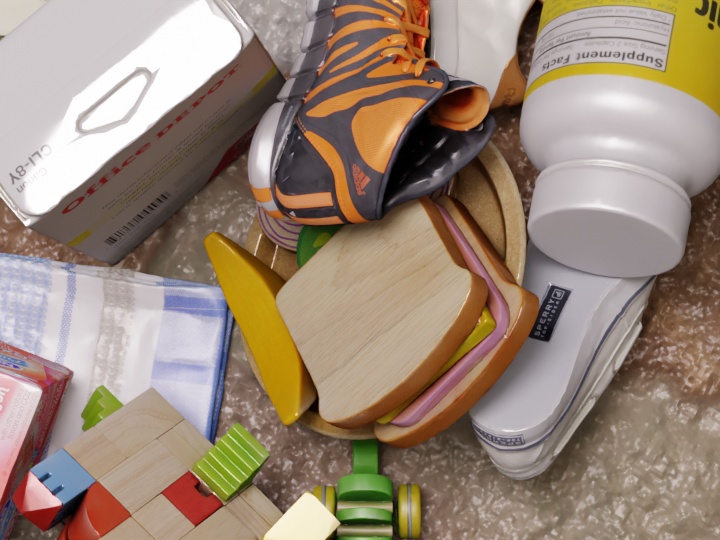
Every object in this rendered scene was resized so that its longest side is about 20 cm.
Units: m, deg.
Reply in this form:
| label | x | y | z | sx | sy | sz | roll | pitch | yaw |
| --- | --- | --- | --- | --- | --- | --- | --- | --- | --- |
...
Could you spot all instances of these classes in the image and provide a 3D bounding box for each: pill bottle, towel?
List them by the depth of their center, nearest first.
| label | x | y | z | sx | sy | sz | roll | pitch | yaw |
| --- | --- | --- | --- | --- | --- | --- | --- | --- | --- |
| pill bottle | 0.145 | -0.103 | 1.070 | 0.111 | 0.111 | 0.200 | 12 | 68 | 3 |
| towel | -0.176 | 0.064 | 1.124 | 0.200 | 0.024 | 0.147 | 9 | 84 | 2 |

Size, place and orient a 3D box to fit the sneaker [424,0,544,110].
| label | x | y | z | sx | sy | sz | roll | pitch | yaw |
| --- | --- | --- | --- | --- | --- | --- | --- | --- | --- |
| sneaker | 0.066 | -0.184 | 1.137 | 0.085 | 0.073 | 0.200 | 6 | 81 | -21 |

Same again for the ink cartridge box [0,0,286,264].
| label | x | y | z | sx | sy | sz | roll | pitch | yaw |
| --- | --- | --- | --- | --- | --- | --- | --- | --- | --- |
| ink cartridge box | -0.120 | -0.087 | 1.049 | 0.145 | 0.200 | 0.083 | -40 | 84 | 0 |

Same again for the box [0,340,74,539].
| label | x | y | z | sx | sy | sz | roll | pitch | yaw |
| --- | --- | --- | --- | --- | --- | --- | --- | --- | --- |
| box | -0.236 | 0.131 | 1.061 | 0.095 | 0.103 | 0.200 | 22 | 94 | 0 |

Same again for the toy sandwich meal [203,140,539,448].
| label | x | y | z | sx | sy | sz | roll | pitch | yaw |
| --- | --- | --- | --- | --- | --- | --- | --- | --- | --- |
| toy sandwich meal | 0.000 | 0.000 | 1.062 | 0.205 | 0.070 | 0.206 | -12 | 69 | 32 |

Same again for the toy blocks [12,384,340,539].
| label | x | y | z | sx | sy | sz | roll | pitch | yaw |
| --- | --- | --- | --- | --- | --- | --- | --- | --- | --- |
| toy blocks | -0.104 | 0.152 | 1.026 | 0.200 | 0.137 | 0.100 | 43 | 129 | 11 |

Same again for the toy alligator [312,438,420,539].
| label | x | y | z | sx | sy | sz | roll | pitch | yaw |
| --- | --- | --- | --- | --- | --- | --- | --- | --- | --- |
| toy alligator | 0.003 | 0.178 | 1.088 | 0.059 | 0.054 | 0.200 | 0 | 83 | 2 |

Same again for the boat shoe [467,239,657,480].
| label | x | y | z | sx | sy | sz | roll | pitch | yaw |
| --- | --- | --- | --- | --- | --- | --- | --- | --- | --- |
| boat shoe | 0.120 | 0.027 | 1.099 | 0.071 | 0.070 | 0.200 | 15 | 58 | 24 |

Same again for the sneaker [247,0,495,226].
| label | x | y | z | sx | sy | sz | roll | pitch | yaw |
| --- | --- | --- | --- | --- | --- | --- | --- | --- | --- |
| sneaker | 0.026 | -0.110 | 1.036 | 0.112 | 0.078 | 0.200 | 6 | 71 | 38 |

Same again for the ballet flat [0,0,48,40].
| label | x | y | z | sx | sy | sz | roll | pitch | yaw |
| --- | --- | --- | --- | --- | --- | --- | --- | --- | --- |
| ballet flat | -0.233 | -0.135 | 1.051 | 0.200 | 0.071 | 0.071 | 0 | 82 | -18 |
